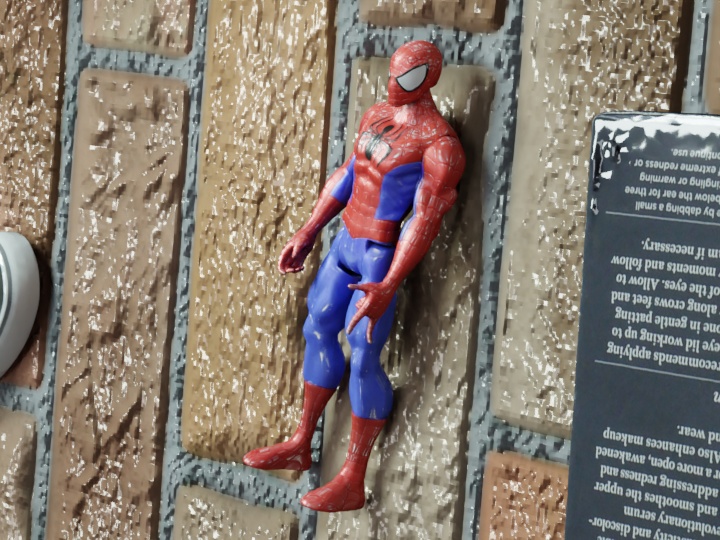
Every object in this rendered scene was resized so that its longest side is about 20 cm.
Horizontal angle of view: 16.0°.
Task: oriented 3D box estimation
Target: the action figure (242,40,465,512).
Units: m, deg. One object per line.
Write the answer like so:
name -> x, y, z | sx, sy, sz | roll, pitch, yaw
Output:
action figure -> 0.000, 0.000, 1.070 | 0.065, 0.051, 0.201 | 33, 112, 46

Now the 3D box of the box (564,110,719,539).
box -> 0.152, 0.051, 0.830 | 0.104, 0.147, 0.201 | 7, 97, 46

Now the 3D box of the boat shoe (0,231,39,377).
boat shoe -> -0.235, 0.040, 1.317 | 0.200, 0.056, 0.069 | -35, 65, 42
